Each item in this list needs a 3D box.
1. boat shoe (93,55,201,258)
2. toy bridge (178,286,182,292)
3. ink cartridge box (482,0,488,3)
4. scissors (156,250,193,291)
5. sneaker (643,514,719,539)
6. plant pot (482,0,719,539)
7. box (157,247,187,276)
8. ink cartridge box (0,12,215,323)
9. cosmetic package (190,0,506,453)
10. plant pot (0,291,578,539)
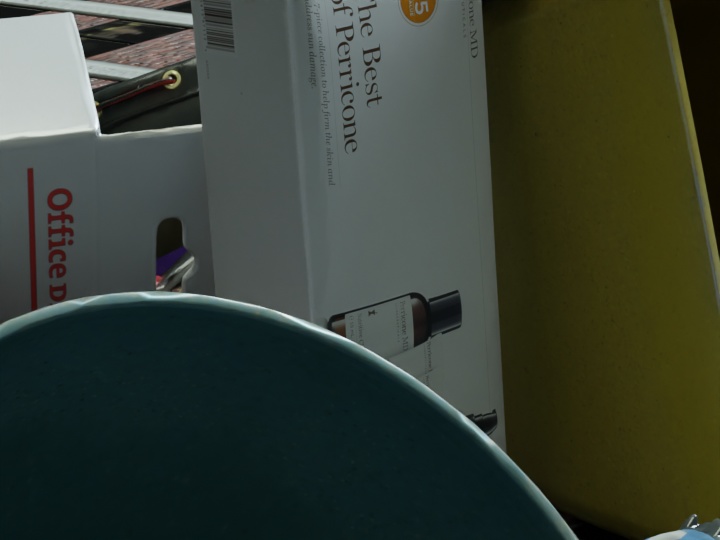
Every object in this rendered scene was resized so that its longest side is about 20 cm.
[{"bbox_3d":[-0.017,-0.073,1.100,0.201,0.063,0.074,-26,-15,-7],"label":"boat shoe"},{"bbox_3d":[-0.021,-0.005,1.048,0.027,0.067,0.200,30,59,30],"label":"toy bridge"},{"bbox_3d":[0.066,-0.114,0.966,0.199,0.037,0.095,-17,1,34],"label":"ink cartridge box"},{"bbox_3d":[-0.078,0.018,1.031,0.200,0.014,0.073,-40,6,2],"label":"scissors"},{"bbox_3d":[0.062,0.105,0.778,0.200,0.072,0.073,-3,46,55],"label":"sneaker"},{"bbox_3d":[0.117,-0.020,1.022,0.199,0.201,0.176,-19,10,-41],"label":"plant pot"},{"bbox_3d":[-0.161,0.006,1.148,0.200,0.039,0.136,-32,30,-31],"label":"box"},{"bbox_3d":[-0.145,-0.013,0.961,0.199,0.116,0.067,-6,42,-12],"label":"ink cartridge box"},{"bbox_3d":[0.000,0.000,0.928,0.082,0.201,0.050,-19,21,-41],"label":"cosmetic package"},{"bbox_3d":[-0.050,0.124,0.597,0.200,0.201,0.135,-20,-14,-45],"label":"plant pot"}]
